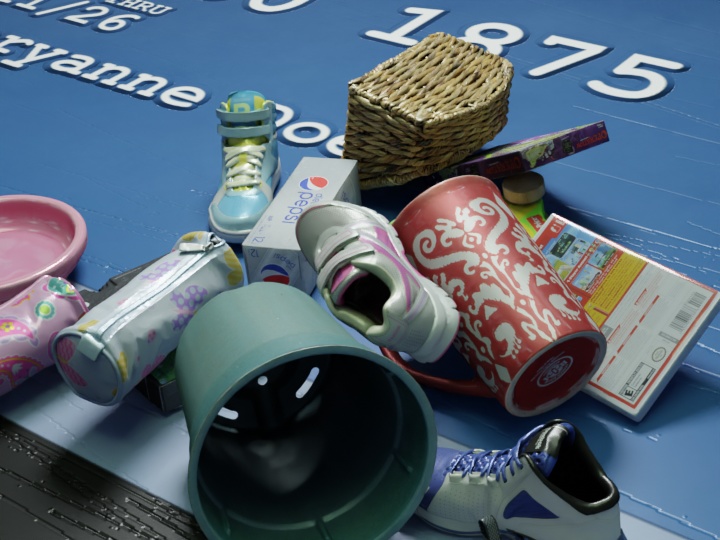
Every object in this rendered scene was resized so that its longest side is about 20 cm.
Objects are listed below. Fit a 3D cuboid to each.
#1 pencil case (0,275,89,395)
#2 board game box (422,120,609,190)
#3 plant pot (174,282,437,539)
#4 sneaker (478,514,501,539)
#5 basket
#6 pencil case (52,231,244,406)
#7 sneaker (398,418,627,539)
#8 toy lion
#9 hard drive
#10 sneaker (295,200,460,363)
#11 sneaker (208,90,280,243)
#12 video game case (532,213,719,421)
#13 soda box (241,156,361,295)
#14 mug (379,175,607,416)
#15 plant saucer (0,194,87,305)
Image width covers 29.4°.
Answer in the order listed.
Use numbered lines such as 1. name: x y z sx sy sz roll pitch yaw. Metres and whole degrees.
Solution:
1. pencil case: -0.352 0.078 1.295 0.200 0.088 0.087 -29 40 -29
2. board game box: 0.169 -0.126 1.528 0.120 0.032 0.200 -26 9 -27
3. plant pot: -0.064 0.112 1.136 0.200 0.201 0.196 -13 26 -14
4. sneaker: 0.080 0.222 0.977 0.078 0.140 0.200 -26 39 -30
5. basket: 0.084 -0.163 1.595 0.143 0.149 0.200 28 41 25
6. pencil case: -0.193 0.041 1.272 0.083 0.091 0.200 46 48 1
7. sneaker: 0.128 0.162 1.090 0.199 0.115 0.081 18 38 31
8. toy lion: 0.126 -0.023 1.438 0.191 0.069 0.200 -18 35 -9
9. hard drive: -0.190 0.057 1.363 0.140 0.038 0.200 -26 38 -30
10. sneaker: 0.000 0.000 1.226 0.088 0.081 0.200 13 24 -51
11. sneaker: -0.135 -0.127 1.557 0.079 0.131 0.200 -2 33 1
12. video game case: 0.219 0.039 1.291 0.200 0.017 0.143 30 75 36
13. soda box: -0.059 -0.050 1.490 0.068 0.064 0.200 5 33 16
14. mug: 0.119 0.042 1.269 0.133 0.178 0.200 -6 44 -35
15. plant saucer: -0.394 -0.013 1.484 0.200 0.051 0.201 -2 32 1
